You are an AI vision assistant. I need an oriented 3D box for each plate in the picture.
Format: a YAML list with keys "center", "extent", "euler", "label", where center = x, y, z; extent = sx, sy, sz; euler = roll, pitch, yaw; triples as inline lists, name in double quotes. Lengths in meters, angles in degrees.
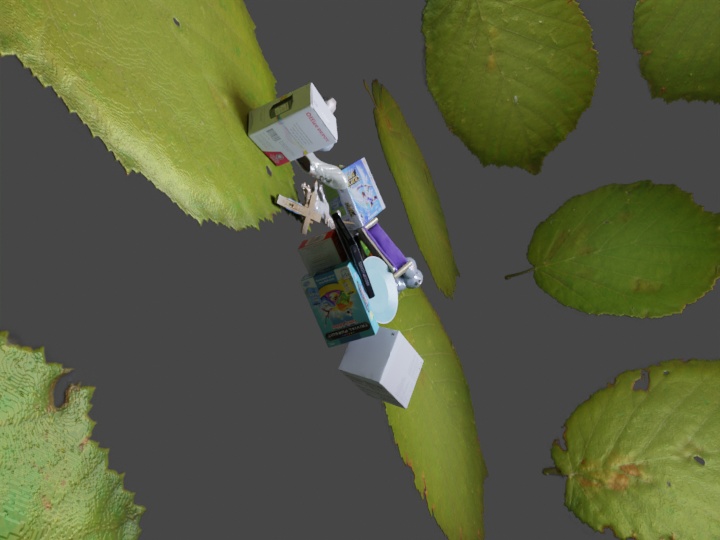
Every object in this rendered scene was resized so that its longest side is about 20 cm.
- center: [0.048, 0.061, 1.641]
  extent: [0.197, 0.025, 0.208]
  euler: [24, 59, -46]
  label: "plate"

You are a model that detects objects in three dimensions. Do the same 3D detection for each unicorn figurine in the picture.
- center: [-0.118, -0.195, 1.640]
  extent: [0.197, 0.072, 0.142]
  euler: [-9, 83, -55]
  label: "unicorn figurine"

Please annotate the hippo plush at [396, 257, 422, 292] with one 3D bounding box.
- center: [0.152, 0.045, 2.022]
  extent: [0.161, 0.156, 0.205]
  euler: [-68, 137, -61]
  label: "hippo plush"

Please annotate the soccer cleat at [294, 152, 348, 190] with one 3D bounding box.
- center: [-0.124, -0.299, 1.618]
  extent: [0.197, 0.069, 0.079]
  euler: [36, 36, -11]
  label: "soccer cleat"

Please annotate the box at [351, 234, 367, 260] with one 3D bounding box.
- center: [0.000, 0.000, 1.787]
  extent: [0.205, 0.042, 0.160]
  euler: [65, 15, -10]
  label: "box"

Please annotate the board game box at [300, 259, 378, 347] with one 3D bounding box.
- center: [-0.055, 0.091, 1.446]
  extent: [0.206, 0.146, 0.047]
  euler: [67, 21, -15]
  label: "board game box"

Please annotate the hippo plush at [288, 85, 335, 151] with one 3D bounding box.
- center: [-0.159, -0.443, 1.665]
  extent: [0.199, 0.157, 0.165]
  euler: [35, -34, 44]
  label: "hippo plush"

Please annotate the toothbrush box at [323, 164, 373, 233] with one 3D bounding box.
- center: [-0.040, -0.235, 1.819]
  extent: [0.144, 0.084, 0.207]
  euler: [-5, 77, -61]
  label: "toothbrush box"

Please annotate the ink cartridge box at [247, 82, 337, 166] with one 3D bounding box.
- center: [-0.175, -0.374, 1.413]
  extent: [0.148, 0.194, 0.088]
  euler: [45, 33, -53]
  label: "ink cartridge box"

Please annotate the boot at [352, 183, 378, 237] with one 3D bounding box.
- center: [0.013, -0.218, 1.912]
  extent: [0.067, 0.127, 0.207]
  euler: [-9, 82, -69]
  label: "boot"

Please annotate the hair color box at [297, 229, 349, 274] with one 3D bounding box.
- center: [-0.082, 0.002, 1.504]
  extent: [0.064, 0.107, 0.205]
  euler: [-65, 135, -62]
  label: "hair color box"

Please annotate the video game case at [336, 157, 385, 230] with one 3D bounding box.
- center: [-0.004, -0.254, 1.763]
  extent: [0.186, 0.044, 0.200]
  euler: [64, 31, -12]
  label: "video game case"

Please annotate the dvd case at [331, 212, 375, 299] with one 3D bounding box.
- center: [-0.019, -0.039, 1.477]
  extent: [0.152, 0.024, 0.203]
  euler: [60, -7, 46]
  label: "dvd case"

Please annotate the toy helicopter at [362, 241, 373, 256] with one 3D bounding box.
- center: [0.061, -0.051, 1.861]
  extent: [0.203, 0.078, 0.132]
  euler: [55, 16, -4]
  label: "toy helicopter"

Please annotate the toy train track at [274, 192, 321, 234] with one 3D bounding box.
- center: [-0.175, -0.171, 1.490]
  extent: [0.198, 0.032, 0.119]
  euler: [19, 86, -59]
  label: "toy train track"

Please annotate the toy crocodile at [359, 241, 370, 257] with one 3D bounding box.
- center: [0.034, -0.049, 1.939]
  extent: [0.068, 0.060, 0.206]
  euler: [49, 31, -48]
  label: "toy crocodile"

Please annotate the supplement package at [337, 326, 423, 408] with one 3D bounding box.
- center: [0.062, 0.272, 1.558]
  extent: [0.201, 0.147, 0.155]
  euler: [50, 58, -48]
  label: "supplement package"

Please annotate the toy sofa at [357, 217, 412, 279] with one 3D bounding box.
- center: [0.078, -0.072, 1.761]
  extent: [0.202, 0.082, 0.098]
  euler: [52, -18, 13]
  label: "toy sofa"
